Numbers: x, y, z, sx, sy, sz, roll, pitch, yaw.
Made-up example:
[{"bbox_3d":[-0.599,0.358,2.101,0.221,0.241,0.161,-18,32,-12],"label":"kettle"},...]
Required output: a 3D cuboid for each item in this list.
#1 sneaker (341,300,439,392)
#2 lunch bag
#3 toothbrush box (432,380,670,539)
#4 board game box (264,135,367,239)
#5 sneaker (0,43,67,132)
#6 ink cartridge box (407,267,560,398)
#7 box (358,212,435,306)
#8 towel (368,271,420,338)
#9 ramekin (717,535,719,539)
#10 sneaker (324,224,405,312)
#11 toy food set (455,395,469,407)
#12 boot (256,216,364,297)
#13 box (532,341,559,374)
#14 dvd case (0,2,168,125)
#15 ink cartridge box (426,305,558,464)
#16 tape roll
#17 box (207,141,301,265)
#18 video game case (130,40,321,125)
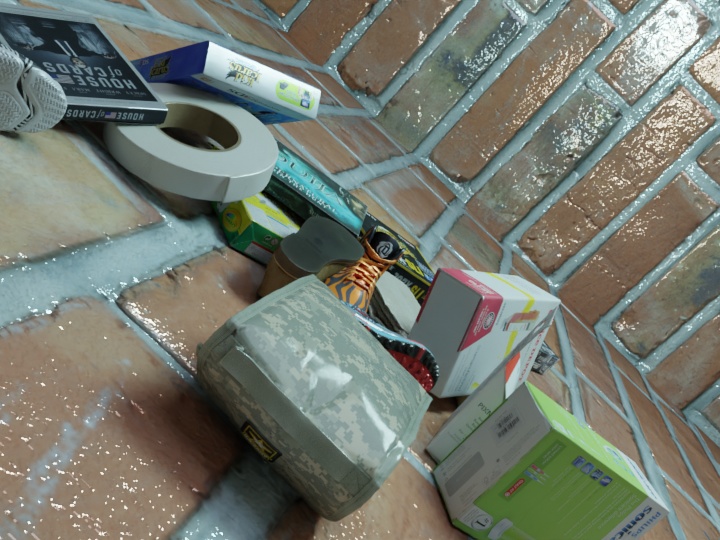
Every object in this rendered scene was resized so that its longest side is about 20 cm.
[{"bbox_3d":[0.009,0.077,0.952,0.200,0.079,0.096,35,15,-31],"label":"sneaker"},{"bbox_3d":[-0.040,0.101,0.674,0.164,0.118,0.200,46,10,5],"label":"lunch bag"},{"bbox_3d":[0.201,0.234,0.890,0.200,0.146,0.086,36,15,-25],"label":"toothbrush box"},{"bbox_3d":[-0.082,-0.116,1.118,0.200,0.028,0.135,36,21,-8],"label":"board game box"},{"bbox_3d":[-0.359,-0.201,0.746,0.200,0.075,0.115,22,28,-47],"label":"sneaker"},{"bbox_3d":[0.161,0.082,1.110,0.083,0.146,0.200,32,18,37],"label":"ink cartridge box"},{"bbox_3d":[0.047,-0.025,1.409,0.200,0.049,0.160,33,20,-37],"label":"box"},{"bbox_3d":[0.056,0.062,1.211,0.132,0.034,0.200,34,18,-40],"label":"towel"},{"bbox_3d":[0.785,0.565,1.618,0.200,0.105,0.200,40,15,-13],"label":"ramekin"},{"bbox_3d":[0.000,0.000,1.074,0.078,0.112,0.200,40,15,-13],"label":"sneaker"},{"bbox_3d":[0.227,0.233,1.159,0.200,0.049,0.198,23,25,-55],"label":"toy food set"},{"bbox_3d":[-0.060,-0.010,0.980,0.074,0.076,0.200,42,25,9],"label":"boot"},{"bbox_3d":[0.295,0.118,1.665,0.200,0.050,0.158,24,24,-52],"label":"box"},{"bbox_3d":[-0.323,-0.229,0.924,0.150,0.025,0.200,-7,47,-47],"label":"dvd case"},{"bbox_3d":[0.171,0.135,0.976,0.050,0.200,0.162,46,15,8],"label":"ink cartridge box"},{"bbox_3d":[-0.195,-0.152,0.975,0.202,0.037,0.203,18,32,-12],"label":"tape roll"},{"bbox_3d":[-0.138,-0.082,1.068,0.117,0.048,0.200,31,21,-41],"label":"box"},{"bbox_3d":[-0.185,-0.239,1.115,0.181,0.046,0.200,15,-7,-43],"label":"video game case"}]
